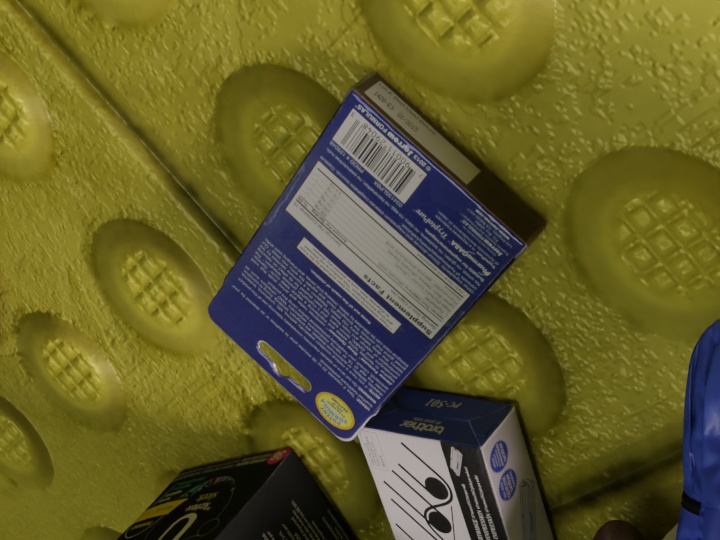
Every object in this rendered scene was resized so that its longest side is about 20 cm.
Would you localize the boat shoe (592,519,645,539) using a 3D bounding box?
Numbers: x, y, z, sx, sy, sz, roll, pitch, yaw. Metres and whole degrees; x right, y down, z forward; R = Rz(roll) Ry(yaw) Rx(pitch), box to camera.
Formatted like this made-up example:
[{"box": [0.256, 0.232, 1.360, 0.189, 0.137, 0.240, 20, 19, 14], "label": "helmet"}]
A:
[{"box": [0.156, 0.208, 0.807, 0.072, 0.072, 0.200, -7, 142, 15], "label": "boat shoe"}]

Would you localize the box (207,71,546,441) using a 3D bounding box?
[{"box": [0.000, 0.000, 0.772, 0.121, 0.032, 0.200, 42, 131, 4], "label": "box"}]

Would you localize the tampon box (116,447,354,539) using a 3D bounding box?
[{"box": [-0.112, 0.240, 0.949, 0.149, 0.200, 0.127, -19, 110, 46], "label": "tampon box"}]

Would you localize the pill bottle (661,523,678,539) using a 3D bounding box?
[{"box": [0.233, 0.217, 0.710, 0.112, 0.112, 0.201, -12, 115, 44], "label": "pill bottle"}]

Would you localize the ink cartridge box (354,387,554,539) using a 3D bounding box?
[{"box": [0.071, 0.169, 0.857, 0.094, 0.044, 0.201, 5, 126, 39], "label": "ink cartridge box"}]

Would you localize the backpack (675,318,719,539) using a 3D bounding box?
[{"box": [0.216, 0.112, 0.556, 0.167, 0.162, 0.202, 0, 89, 41], "label": "backpack"}]
